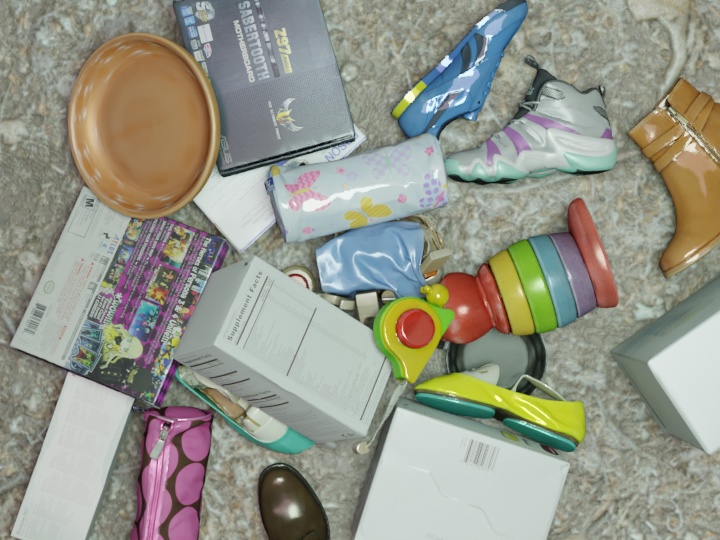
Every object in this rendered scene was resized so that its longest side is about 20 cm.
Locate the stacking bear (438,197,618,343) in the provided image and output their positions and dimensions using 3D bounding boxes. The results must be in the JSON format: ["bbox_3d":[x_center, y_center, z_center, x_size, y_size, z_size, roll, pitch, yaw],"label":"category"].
[{"bbox_3d":[0.171,0.020,1.478,0.199,0.122,0.114,-19,56,2],"label":"stacking bear"}]

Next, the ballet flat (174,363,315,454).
[{"bbox_3d":[-0.136,0.146,1.507,0.200,0.070,0.067,36,91,-1],"label":"ballet flat"}]

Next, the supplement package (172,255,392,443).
[{"bbox_3d":[-0.079,0.088,1.442,0.200,0.109,0.114,34,64,-21],"label":"supplement package"}]

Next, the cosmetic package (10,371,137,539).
[{"bbox_3d":[-0.319,0.214,1.515,0.082,0.051,0.201,20,90,-3],"label":"cosmetic package"}]

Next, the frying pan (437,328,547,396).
[{"bbox_3d":[0.118,0.103,1.530,0.189,0.031,0.116,-6,89,2],"label":"frying pan"}]

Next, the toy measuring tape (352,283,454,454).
[{"bbox_3d":[0.029,0.093,1.409,0.073,0.074,0.200,33,77,-1],"label":"toy measuring tape"}]

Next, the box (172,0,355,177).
[{"bbox_3d":[-0.104,-0.218,1.470,0.157,0.051,0.201,-15,91,-1],"label":"box"}]

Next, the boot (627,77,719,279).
[{"bbox_3d":[0.359,-0.104,1.514,0.155,0.074,0.200,40,78,-2],"label":"boot"}]

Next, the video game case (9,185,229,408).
[{"bbox_3d":[-0.266,0.028,1.488,0.181,0.036,0.201,20,79,10],"label":"video game case"}]

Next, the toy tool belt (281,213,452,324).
[{"bbox_3d":[0.000,0.000,1.482,0.199,0.123,0.125,-12,91,0],"label":"toy tool belt"}]

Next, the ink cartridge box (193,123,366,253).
[{"bbox_3d":[-0.129,-0.156,1.517,0.198,0.043,0.200,-42,89,0],"label":"ink cartridge box"}]

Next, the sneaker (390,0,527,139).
[{"bbox_3d":[0.127,-0.218,1.507,0.078,0.066,0.200,45,95,6],"label":"sneaker"}]

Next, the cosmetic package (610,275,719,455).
[{"bbox_3d":[0.400,0.084,1.451,0.199,0.200,0.123,-35,91,-1],"label":"cosmetic package"}]

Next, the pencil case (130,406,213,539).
[{"bbox_3d":[-0.217,0.251,1.496,0.090,0.094,0.201,4,91,-1],"label":"pencil case"}]

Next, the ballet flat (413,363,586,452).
[{"bbox_3d":[0.159,0.142,1.495,0.199,0.067,0.067,19,72,-3],"label":"ballet flat"}]

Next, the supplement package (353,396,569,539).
[{"bbox_3d":[0.109,0.246,1.492,0.199,0.111,0.156,18,91,-2],"label":"supplement package"}]

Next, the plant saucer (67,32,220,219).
[{"bbox_3d":[-0.231,-0.157,1.462,0.199,0.037,0.201,5,100,29],"label":"plant saucer"}]

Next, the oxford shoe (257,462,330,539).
[{"bbox_3d":[-0.066,0.314,1.505,0.072,0.084,0.201,-18,89,1],"label":"oxford shoe"}]

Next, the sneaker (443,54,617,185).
[{"bbox_3d":[0.185,-0.172,1.512,0.199,0.078,0.141,-6,89,-10],"label":"sneaker"}]

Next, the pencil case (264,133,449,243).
[{"bbox_3d":[-0.003,-0.091,1.463,0.199,0.083,0.091,-12,49,-4],"label":"pencil case"}]
